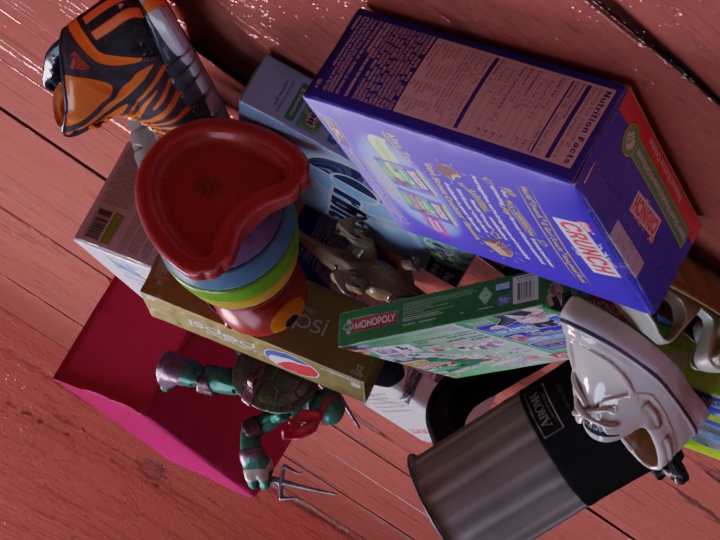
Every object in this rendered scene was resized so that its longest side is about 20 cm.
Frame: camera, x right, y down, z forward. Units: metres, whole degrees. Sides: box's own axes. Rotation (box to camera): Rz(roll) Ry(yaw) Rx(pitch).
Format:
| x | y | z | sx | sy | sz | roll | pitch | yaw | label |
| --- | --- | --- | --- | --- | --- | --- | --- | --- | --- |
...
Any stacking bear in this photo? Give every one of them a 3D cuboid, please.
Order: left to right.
| x | y | z | sx | sy | sz | roll | pitch | yaw | label |
| --- | --- | --- | --- | --- | --- | --- | --- | --- | --- |
| -0.091 | -0.017 | 1.339 | 0.114 | 0.121 | 0.200 | 38 | 165 | 25 | stacking bear |

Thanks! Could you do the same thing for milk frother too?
| x | y | z | sx | sy | sz | roll | pitch | yaw | label |
| --- | --- | --- | --- | --- | --- | --- | --- | --- | --- |
| 0.164 | 0.166 | 1.494 | 0.200 | 0.187 | 0.181 | 53 | -168 | -27 | milk frother |

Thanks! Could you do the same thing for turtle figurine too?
| x | y | z | sx | sy | sz | roll | pitch | yaw | label |
| --- | --- | --- | --- | --- | --- | --- | --- | --- | --- |
| -0.074 | 0.102 | 1.559 | 0.199 | 0.150 | 0.101 | 28 | 144 | 24 | turtle figurine |

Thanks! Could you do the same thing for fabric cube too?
| x | y | z | sx | sy | sz | roll | pitch | yaw | label |
| --- | --- | --- | --- | --- | --- | --- | --- | --- | --- |
| -0.188 | 0.110 | 2.056 | 0.199 | 0.197 | 0.199 | 15 | 158 | 50 | fabric cube |

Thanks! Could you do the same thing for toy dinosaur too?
| x | y | z | sx | sy | sz | roll | pitch | yaw | label |
| --- | --- | --- | --- | --- | --- | --- | --- | --- | --- |
| 0.000 | 0.000 | 1.375 | 0.199 | 0.058 | 0.101 | 27 | 170 | 14 | toy dinosaur |

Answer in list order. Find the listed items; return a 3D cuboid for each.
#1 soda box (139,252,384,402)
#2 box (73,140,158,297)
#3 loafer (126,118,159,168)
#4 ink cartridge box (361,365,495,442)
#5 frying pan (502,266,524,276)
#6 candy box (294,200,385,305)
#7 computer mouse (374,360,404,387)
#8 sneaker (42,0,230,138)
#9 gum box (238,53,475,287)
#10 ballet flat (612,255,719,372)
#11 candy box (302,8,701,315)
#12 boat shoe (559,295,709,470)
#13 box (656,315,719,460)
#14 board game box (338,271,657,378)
| x | y | z | sx | sy | sz | roll | pitch | yaw | label |
| --- | --- | --- | --- | --- | --- | --- | --- | --- | --- |
| -0.075 | 0.036 | 1.462 | 0.199 | 0.064 | 0.068 | 22 | 163 | 9 | soda box |
| -0.163 | -0.019 | 1.708 | 0.101 | 0.113 | 0.200 | 19 | 163 | 32 | box |
| -0.152 | -0.097 | 1.430 | 0.200 | 0.070 | 0.070 | 48 | 167 | 3 | loafer |
| 0.025 | 0.084 | 1.753 | 0.199 | 0.084 | 0.144 | 33 | 165 | -14 | ink cartridge box |
| 0.149 | -0.003 | 1.290 | 0.114 | 0.031 | 0.190 | 17 | 179 | 12 | frying pan |
| -0.072 | -0.017 | 1.573 | 0.168 | 0.077 | 0.200 | 18 | 161 | 30 | candy box |
| -0.054 | 0.049 | 1.524 | 0.199 | 0.034 | 0.059 | 21 | -168 | -2 | computer mouse |
| -0.165 | -0.127 | 1.298 | 0.078 | 0.112 | 0.200 | 60 | 179 | 36 | sneaker |
| 0.004 | -0.069 | 1.330 | 0.199 | 0.045 | 0.170 | 29 | 167 | 2 | gum box |
| 0.221 | 0.032 | 1.193 | 0.199 | 0.063 | 0.069 | 34 | 156 | -17 | ballet flat |
| 0.089 | -0.066 | 1.098 | 0.199 | 0.077 | 0.169 | 22 | 163 | 33 | candy box |
| 0.180 | 0.086 | 1.244 | 0.071 | 0.070 | 0.200 | 30 | 172 | 35 | boat shoe |
| 0.268 | 0.095 | 1.368 | 0.121 | 0.048 | 0.200 | 19 | 164 | 37 | box |
| 0.099 | 0.043 | 1.324 | 0.199 | 0.029 | 0.134 | -13 | 159 | 43 | board game box |
